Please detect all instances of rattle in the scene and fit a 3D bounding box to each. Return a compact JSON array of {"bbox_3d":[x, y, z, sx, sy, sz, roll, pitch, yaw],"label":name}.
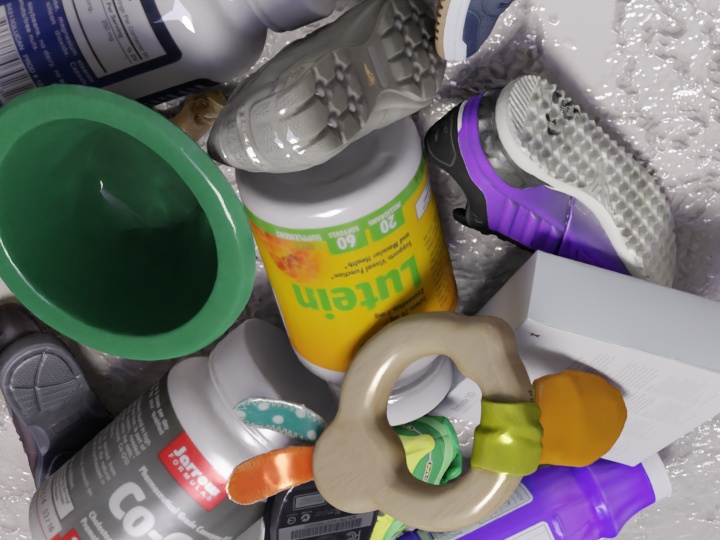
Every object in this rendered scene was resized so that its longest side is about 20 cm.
[{"bbox_3d":[0.035,0.094,1.049,0.200,0.143,0.131,-27,90,32],"label":"rattle"}]

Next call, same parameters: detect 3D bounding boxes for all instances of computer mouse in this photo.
[{"bbox_3d":[-0.059,0.195,1.120,0.140,0.046,0.201,-12,126,-16],"label":"computer mouse"}]

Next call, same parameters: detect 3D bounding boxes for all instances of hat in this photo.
[{"bbox_3d":[-0.108,-0.062,0.974,0.166,0.176,0.200,40,132,-7],"label":"hat"}]

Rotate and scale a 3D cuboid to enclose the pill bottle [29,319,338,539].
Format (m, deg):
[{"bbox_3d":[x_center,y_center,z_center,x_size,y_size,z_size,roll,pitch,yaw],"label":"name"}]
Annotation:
[{"bbox_3d":[-0.115,0.132,1.164,0.200,0.114,0.114,-41,120,16],"label":"pill bottle"}]

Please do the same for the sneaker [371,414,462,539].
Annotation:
[{"bbox_3d":[0.029,0.144,1.189,0.083,0.074,0.200,-21,170,-13],"label":"sneaker"}]

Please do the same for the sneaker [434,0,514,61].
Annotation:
[{"bbox_3d":[0.106,-0.186,0.909,0.108,0.070,0.201,12,130,-3],"label":"sneaker"}]

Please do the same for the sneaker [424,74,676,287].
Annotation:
[{"bbox_3d":[0.112,-0.041,1.054,0.099,0.070,0.200,-15,137,38],"label":"sneaker"}]

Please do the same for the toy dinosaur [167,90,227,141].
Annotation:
[{"bbox_3d":[-0.161,-0.063,1.073,0.199,0.058,0.102,-12,117,5],"label":"toy dinosaur"}]

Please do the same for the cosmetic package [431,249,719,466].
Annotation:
[{"bbox_3d":[0.145,0.061,1.103,0.150,0.052,0.200,14,157,-10],"label":"cosmetic package"}]

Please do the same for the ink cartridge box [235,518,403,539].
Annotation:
[{"bbox_3d":[-0.024,0.240,1.271,0.083,0.147,0.200,-24,127,27],"label":"ink cartridge box"}]

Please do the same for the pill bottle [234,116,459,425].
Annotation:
[{"bbox_3d":[0.000,0.000,1.066,0.111,0.111,0.201,-6,133,11],"label":"pill bottle"}]

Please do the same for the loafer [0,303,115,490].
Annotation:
[{"bbox_3d":[-0.213,0.101,1.229,0.072,0.063,0.200,-25,138,-13],"label":"loafer"}]

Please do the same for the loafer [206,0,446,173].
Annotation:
[{"bbox_3d":[-0.014,-0.101,0.927,0.070,0.200,0.070,-12,103,31],"label":"loafer"}]

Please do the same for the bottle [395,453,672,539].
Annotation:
[{"bbox_3d":[0.119,0.178,1.215,0.199,0.084,0.066,-25,93,-5],"label":"bottle"}]

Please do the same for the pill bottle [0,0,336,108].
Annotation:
[{"bbox_3d":[-0.119,-0.145,0.939,0.199,0.111,0.111,-16,130,19],"label":"pill bottle"}]
